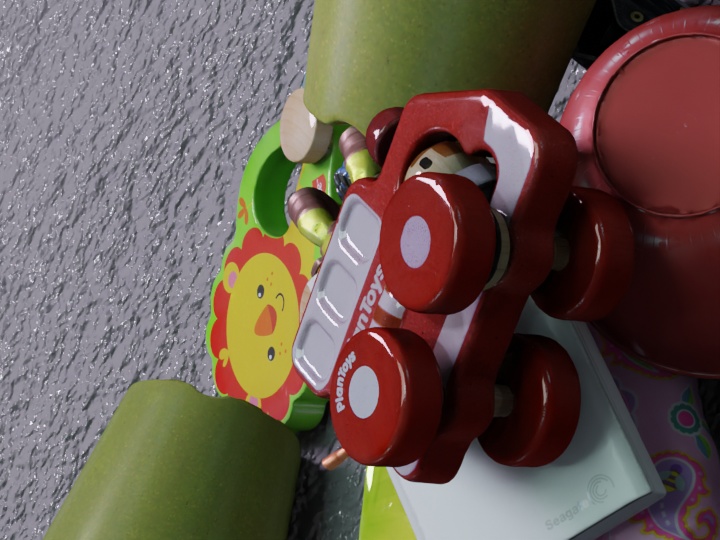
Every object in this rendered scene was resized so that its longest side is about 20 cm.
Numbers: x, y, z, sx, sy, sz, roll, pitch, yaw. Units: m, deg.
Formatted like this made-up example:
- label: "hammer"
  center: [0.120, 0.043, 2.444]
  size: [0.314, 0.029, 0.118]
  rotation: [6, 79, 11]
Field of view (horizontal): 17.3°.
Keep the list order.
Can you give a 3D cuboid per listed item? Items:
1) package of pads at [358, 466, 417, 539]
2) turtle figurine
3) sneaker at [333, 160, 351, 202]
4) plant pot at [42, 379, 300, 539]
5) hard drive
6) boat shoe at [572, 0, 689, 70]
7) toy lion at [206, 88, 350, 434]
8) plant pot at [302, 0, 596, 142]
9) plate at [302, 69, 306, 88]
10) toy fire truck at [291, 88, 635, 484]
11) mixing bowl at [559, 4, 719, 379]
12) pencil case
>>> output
- label: "package of pads"
  center: [0.062, 0.181, 1.337]
  size: [0.154, 0.068, 0.201]
  rotation: [-18, 59, 47]
- label: "turtle figurine"
  center: [0.000, 0.000, 1.344]
  size: [0.201, 0.064, 0.162]
  rotation: [-64, 28, 27]
- label: "sneaker"
  center: [0.076, -0.047, 1.417]
  size: [0.199, 0.077, 0.085]
  rotation: [26, 63, 38]
- label: "plant pot"
  center: [-0.124, 0.178, 1.508]
  size: [0.199, 0.200, 0.191]
  rotation: [-11, 54, 50]
- label: "hard drive"
  center: [0.062, 0.059, 1.231]
  size: [0.132, 0.026, 0.201]
  rotation: [-35, 65, 24]
- label: "boat shoe"
  center: [0.173, -0.103, 1.302]
  size: [0.071, 0.091, 0.200]
  rotation: [-58, 37, 16]
- label: "toy lion"
  center: [-0.046, 0.004, 1.560]
  size: [0.191, 0.068, 0.201]
  rotation: [-30, 62, 52]
- label: "plant pot"
  center: [0.051, -0.160, 1.274]
  size: [0.200, 0.199, 0.185]
  rotation: [39, 118, 53]
- label: "plate"
  center: [0.014, -0.142, 1.590]
  size: [0.200, 0.025, 0.201]
  rotation: [-28, 53, 45]
- label: "toy fire truck"
  center: [0.035, 0.000, 1.171]
  size: [0.168, 0.112, 0.201]
  rotation: [44, 123, 48]
- label: "mixing bowl"
  center: [0.175, -0.056, 1.191]
  size: [0.199, 0.108, 0.202]
  rotation: [-7, 70, 20]
- label: "pencil case"
  center: [0.147, 0.089, 1.252]
  size: [0.087, 0.087, 0.201]
  rotation: [-35, 50, 39]
